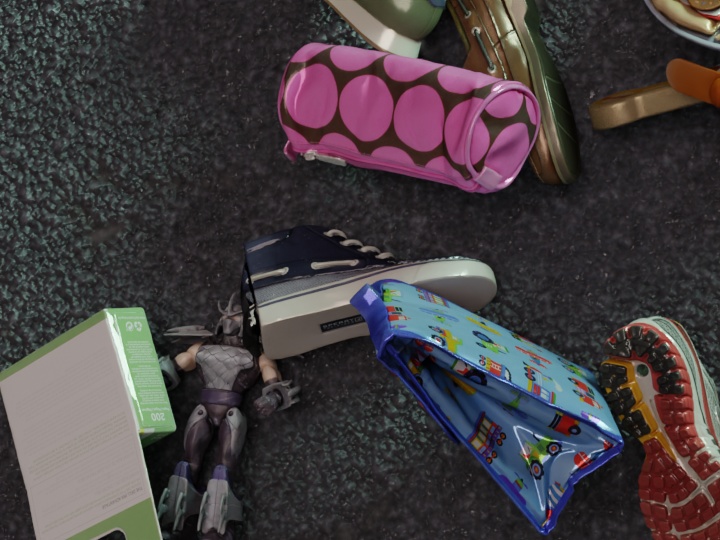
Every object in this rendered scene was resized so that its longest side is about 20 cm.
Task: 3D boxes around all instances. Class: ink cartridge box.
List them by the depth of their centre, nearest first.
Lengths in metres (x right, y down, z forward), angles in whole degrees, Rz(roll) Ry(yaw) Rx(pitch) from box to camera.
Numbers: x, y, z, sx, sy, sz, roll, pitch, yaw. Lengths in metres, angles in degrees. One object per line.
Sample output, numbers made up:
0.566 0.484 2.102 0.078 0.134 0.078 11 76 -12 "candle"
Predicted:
-0.204 0.147 1.578 0.145 0.048 0.201 -29 72 37 "ink cartridge box"

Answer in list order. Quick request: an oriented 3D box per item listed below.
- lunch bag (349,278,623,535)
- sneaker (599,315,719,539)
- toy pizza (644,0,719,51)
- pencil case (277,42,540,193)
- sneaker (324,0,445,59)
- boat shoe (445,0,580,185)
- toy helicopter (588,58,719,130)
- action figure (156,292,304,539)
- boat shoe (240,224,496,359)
0.078 0.073 1.458 0.200 0.151 0.094 38 101 -11 "lunch bag"
0.243 0.126 1.490 0.077 0.082 0.201 -13 98 31 "sneaker"
0.302 -0.233 1.488 0.199 0.032 0.201 -8 47 8 "toy pizza"
0.033 -0.112 1.533 0.199 0.091 0.094 13 69 37 "pencil case"
-0.008 -0.255 1.589 0.200 0.067 0.090 42 113 19 "sneaker"
0.114 -0.151 1.564 0.068 0.072 0.201 -20 70 16 "boat shoe"
0.260 -0.134 1.494 0.199 0.132 0.079 -14 104 25 "toy helicopter"
-0.111 0.116 1.586 0.129 0.069 0.201 4 80 26 "action figure"
0.000 0.000 1.571 0.199 0.075 0.093 -10 55 -4 "boat shoe"
